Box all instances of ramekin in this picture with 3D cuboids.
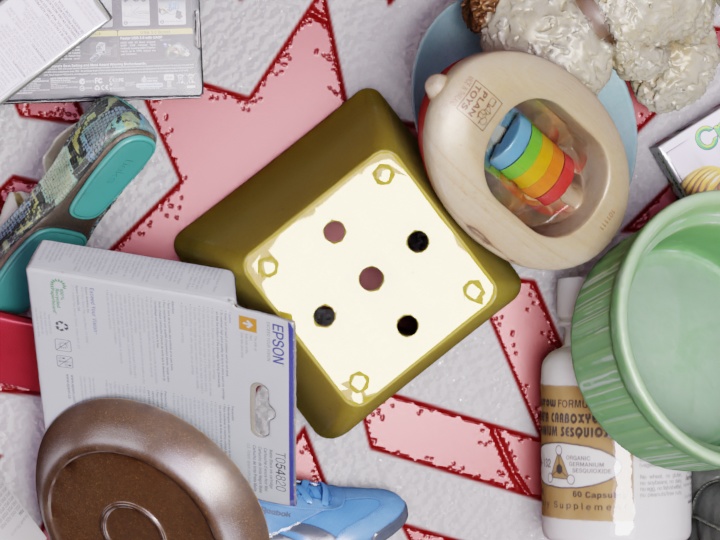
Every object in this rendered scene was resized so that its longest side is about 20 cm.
[{"bbox_3d":[0.248,0.050,1.569,0.199,0.098,0.201,6,75,-23],"label":"ramekin"}]

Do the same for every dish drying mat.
[{"bbox_3d":[-0.284,0.052,1.635,0.199,0.018,0.077,13,136,-7],"label":"dish drying mat"}]

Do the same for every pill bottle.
[{"bbox_3d":[0.194,0.105,1.655,0.114,0.114,0.201,0,89,-6],"label":"pill bottle"}]

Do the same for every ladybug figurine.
[{"bbox_3d":[0.108,-0.082,1.547,0.200,0.072,0.136,42,81,-34],"label":"ladybug figurine"}]

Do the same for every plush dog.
[{"bbox_3d":[0.169,-0.184,1.606,0.172,0.160,0.200,-36,94,-9],"label":"plush dog"}]

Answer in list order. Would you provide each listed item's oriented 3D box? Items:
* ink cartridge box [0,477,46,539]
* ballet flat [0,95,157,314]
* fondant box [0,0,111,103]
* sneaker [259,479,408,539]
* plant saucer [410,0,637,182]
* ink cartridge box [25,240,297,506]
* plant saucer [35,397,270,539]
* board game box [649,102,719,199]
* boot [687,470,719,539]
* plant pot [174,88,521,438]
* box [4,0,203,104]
[{"bbox_3d":[-0.352,0.173,1.609,0.147,0.083,0.200,-36,96,10],"label":"ink cartridge box"},{"bbox_3d":[-0.227,-0.050,1.629,0.074,0.074,0.200,42,105,-7],"label":"ballet flat"},{"bbox_3d":[-0.269,-0.140,1.535,0.200,0.144,0.058,-36,99,0],"label":"fondant box"},{"bbox_3d":[-0.064,0.183,1.656,0.199,0.066,0.079,-10,105,-3],"label":"sneaker"},{"bbox_3d":[0.117,-0.112,1.649,0.200,0.039,0.202,9,70,-27],"label":"plant saucer"},{"bbox_3d":[-0.137,0.076,1.580,0.199,0.041,0.200,11,133,10],"label":"ink cartridge box"},{"bbox_3d":[-0.160,0.187,1.606,0.199,0.032,0.201,13,123,21],"label":"plant saucer"},{"bbox_3d":[0.342,-0.094,1.699,0.200,0.035,0.127,-32,96,-3],"label":"board game box"},{"bbox_3d":[0.293,0.170,1.627,0.072,0.200,0.183,4,94,-11],"label":"boot"},{"bbox_3d":[0.000,0.000,1.600,0.200,0.176,0.200,-38,97,-3],"label":"plant pot"},{"bbox_3d":[-0.219,-0.205,1.630,0.199,0.049,0.162,-3,96,-5],"label":"box"}]
